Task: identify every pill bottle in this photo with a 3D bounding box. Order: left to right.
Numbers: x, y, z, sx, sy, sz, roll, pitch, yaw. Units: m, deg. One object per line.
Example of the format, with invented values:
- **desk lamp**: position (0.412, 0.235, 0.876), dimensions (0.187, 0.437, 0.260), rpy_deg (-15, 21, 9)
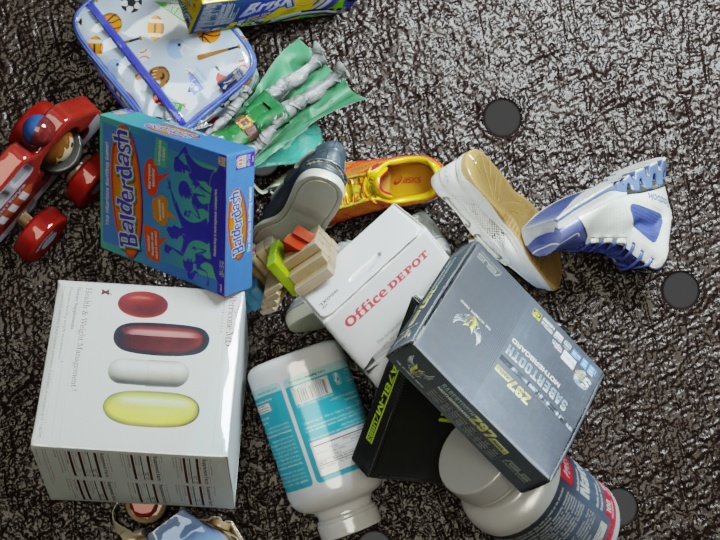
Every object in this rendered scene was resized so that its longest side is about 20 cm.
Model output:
- **pill bottle**: position (-0.042, 0.185, 1.676), dimensions (0.110, 0.111, 0.202), rpy_deg (-19, 86, -2)
- **pill bottle**: position (0.174, 0.233, 1.623), dimensions (0.200, 0.119, 0.120), rpy_deg (40, 85, -39)

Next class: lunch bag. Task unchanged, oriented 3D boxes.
- **lunch bag**: position (-0.215, -0.237, 1.720), dimensions (0.160, 0.076, 0.201), rpy_deg (-37, 81, -7)

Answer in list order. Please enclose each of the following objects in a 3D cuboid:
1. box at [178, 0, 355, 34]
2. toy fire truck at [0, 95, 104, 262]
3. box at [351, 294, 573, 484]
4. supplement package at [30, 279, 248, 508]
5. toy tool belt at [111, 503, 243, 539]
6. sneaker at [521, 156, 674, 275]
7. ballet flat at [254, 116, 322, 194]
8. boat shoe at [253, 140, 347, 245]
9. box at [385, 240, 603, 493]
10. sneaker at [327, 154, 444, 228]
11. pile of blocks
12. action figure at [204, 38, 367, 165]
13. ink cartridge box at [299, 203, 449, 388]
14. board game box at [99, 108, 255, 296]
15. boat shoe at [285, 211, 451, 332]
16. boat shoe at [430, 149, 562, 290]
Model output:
- **box**: position (-0.099, -0.314, 1.695), dimensions (0.198, 0.064, 0.071), rpy_deg (-12, 73, -27)
- **toy fire truck**: position (-0.354, -0.105, 1.666), dimensions (0.112, 0.168, 0.200), rpy_deg (42, 86, 2)
- **box**: position (0.109, 0.132, 1.637), dimensions (0.198, 0.047, 0.195), rpy_deg (11, 106, -34)
- **supplement package**: position (-0.224, 0.131, 1.630), dimensions (0.197, 0.148, 0.193), rpy_deg (3, 61, 0)
- **toy tool belt**: position (-0.187, 0.309, 1.659), dimensions (0.124, 0.123, 0.201), rpy_deg (-37, 87, -3)
- **sneaker**: position (0.279, -0.040, 1.692), dimensions (0.198, 0.080, 0.116), rpy_deg (-26, 96, -32)
- **ballet flat**: position (-0.134, -0.113, 1.723), dimensions (0.198, 0.067, 0.071), rpy_deg (-17, 101, 0)
- **boat shoe**: position (-0.066, -0.068, 1.666), dimensions (0.074, 0.200, 0.062), rpy_deg (22, 54, -7)
- **box**: position (0.136, 0.094, 1.532), dimensions (0.200, 0.051, 0.158), rpy_deg (45, 50, -10)
- **sneaker**: position (-0.003, -0.094, 1.713), dimensions (0.198, 0.077, 0.074), rpy_deg (-14, 87, 7)
- **pile of blocks**: position (-0.110, 0.000, 1.654), dimensions (0.062, 0.199, 0.082), rpy_deg (48, 47, -23)
- **action figure**: position (-0.104, -0.165, 1.678), dimensions (0.200, 0.055, 0.118), rpy_deg (-41, 59, -15)
- **ink cartridge box**: position (0.051, 0.053, 1.653), dimensions (0.144, 0.084, 0.200), rpy_deg (-42, 123, -4)
- **board game box**: position (-0.196, -0.074, 1.641), dimensions (0.199, 0.045, 0.154), rpy_deg (19, 116, 38)
- **boat shoe**: position (0.000, -0.001, 1.719), dimensions (0.199, 0.070, 0.072), rpy_deg (-27, 69, -2)
- **boat shoe**: position (0.149, -0.049, 1.700), dimensions (0.069, 0.071, 0.200), rpy_deg (-21, 124, 34)
